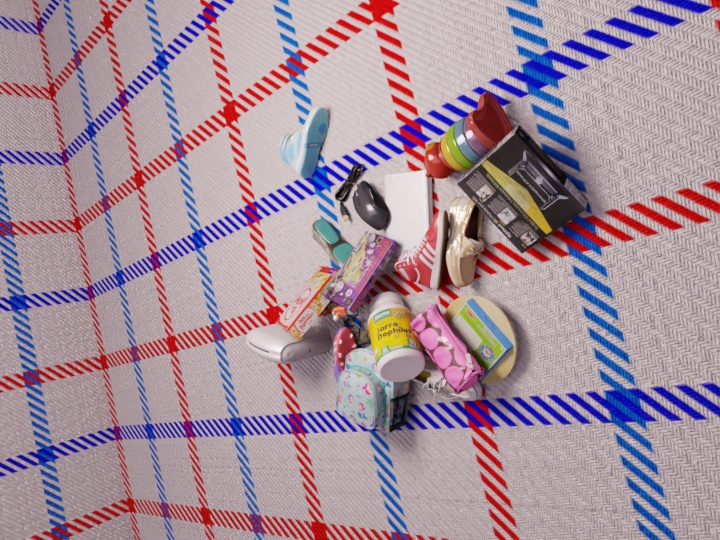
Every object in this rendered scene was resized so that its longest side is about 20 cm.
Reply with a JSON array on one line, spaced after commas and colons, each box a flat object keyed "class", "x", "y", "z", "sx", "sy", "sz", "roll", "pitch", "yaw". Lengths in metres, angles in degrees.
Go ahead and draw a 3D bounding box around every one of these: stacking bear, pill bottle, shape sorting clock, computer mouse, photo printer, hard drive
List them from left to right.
[{"class": "photo printer", "x": -0.207, "y": 0.199, "z": 1.604, "sx": 0.166, "sy": 0.199, "sz": 0.070, "roll": 16, "pitch": 106, "yaw": 41}, {"class": "computer mouse", "x": -0.010, "y": -0.164, "z": 1.460, "sx": 0.141, "sy": 0.046, "sz": 0.201, "roll": -51, "pitch": 54, "yaw": 37}, {"class": "pill bottle", "x": 0.078, "y": 0.151, "z": 1.356, "sx": 0.113, "sy": 0.112, "sz": 0.201, "roll": -52, "pitch": 33, "yaw": 34}, {"class": "hard drive", "x": 0.116, "y": -0.134, "z": 1.379, "sx": 0.131, "sy": 0.026, "sz": 0.201, "roll": 2, "pitch": 97, "yaw": 42}, {"class": "stacking bear", "x": 0.213, "y": -0.263, "z": 1.218, "sx": 0.114, "sy": 0.122, "sz": 0.200, "roll": 45, "pitch": 141, "yaw": -15}, {"class": "shape sorting clock", "x": 0.262, "y": 0.152, "z": 1.272, "sx": 0.200, "sy": 0.039, "sz": 0.201, "roll": 24, "pitch": 122, "yaw": 46}]

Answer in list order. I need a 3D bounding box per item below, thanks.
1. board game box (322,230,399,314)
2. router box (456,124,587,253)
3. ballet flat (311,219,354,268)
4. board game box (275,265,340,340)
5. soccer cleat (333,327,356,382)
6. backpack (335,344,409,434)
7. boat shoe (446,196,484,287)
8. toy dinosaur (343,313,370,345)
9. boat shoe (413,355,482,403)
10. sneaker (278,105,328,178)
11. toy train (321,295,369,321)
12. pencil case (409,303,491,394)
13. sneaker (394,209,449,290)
[{"class": "board game box", "x": 0.000, "y": 0.000, "z": 1.402, "sx": 0.120, "sy": 0.032, "sz": 0.201, "roll": 24, "pitch": 77, "yaw": 47}, {"class": "router box", "x": 0.314, "y": -0.154, "z": 1.120, "sx": 0.200, "sy": 0.052, "sz": 0.157, "roll": 46, "pitch": 128, "yaw": -5}, {"class": "ballet flat", "x": -0.064, "y": -0.057, "z": 1.542, "sx": 0.200, "sy": 0.067, "sz": 0.064, "roll": 51, "pitch": 153, "yaw": 26}, {"class": "board game box", "x": -0.131, "y": 0.081, "z": 1.503, "sx": 0.200, "sy": 0.046, "sz": 0.151, "roll": -52, "pitch": 16, "yaw": -11}, {"class": "soccer cleat", "x": -0.050, "y": 0.235, "z": 1.532, "sx": 0.076, "sy": 0.066, "sz": 0.201, "roll": 25, "pitch": 132, "yaw": 46}, {"class": "backpack", "x": 0.032, "y": 0.290, "z": 1.439, "sx": 0.177, "sy": 0.150, "sz": 0.201, "roll": 16, "pitch": 102, "yaw": 41}, {"class": "boat shoe", "x": 0.234, "y": -0.061, "z": 1.247, "sx": 0.069, "sy": 0.073, "sz": 0.201, "roll": 4, "pitch": 98, "yaw": 48}, {"class": "toy dinosaur", "x": -0.012, "y": 0.165, "z": 1.526, "sx": 0.200, "sy": 0.047, "sz": 0.089, "roll": -29, "pitch": 83, "yaw": 44}, {"class": "boat shoe", "x": 0.178, "y": 0.258, "z": 1.323, "sx": 0.201, "sy": 0.086, "sz": 0.075, "roll": 23, "pitch": 128, "yaw": 40}, {"class": "sneaker", "x": -0.167, "y": -0.370, "z": 1.573, "sx": 0.130, "sy": 0.079, "sz": 0.201, "roll": 36, "pitch": 118, "yaw": 32}, {"class": "toy train", "x": -0.065, "y": 0.085, "z": 1.490, "sx": 0.199, "sy": 0.150, "sz": 0.056, "roll": -13, "pitch": 101, "yaw": 47}, {"class": "pencil case", "x": 0.191, "y": 0.167, "z": 1.266, "sx": 0.200, "sy": 0.090, "sz": 0.094, "roll": 53, "pitch": 164, "yaw": 24}, {"class": "sneaker", "x": 0.137, "y": -0.051, "z": 1.294, "sx": 0.112, "sy": 0.071, "sz": 0.201, "roll": 13, "pitch": 124, "yaw": 17}]
